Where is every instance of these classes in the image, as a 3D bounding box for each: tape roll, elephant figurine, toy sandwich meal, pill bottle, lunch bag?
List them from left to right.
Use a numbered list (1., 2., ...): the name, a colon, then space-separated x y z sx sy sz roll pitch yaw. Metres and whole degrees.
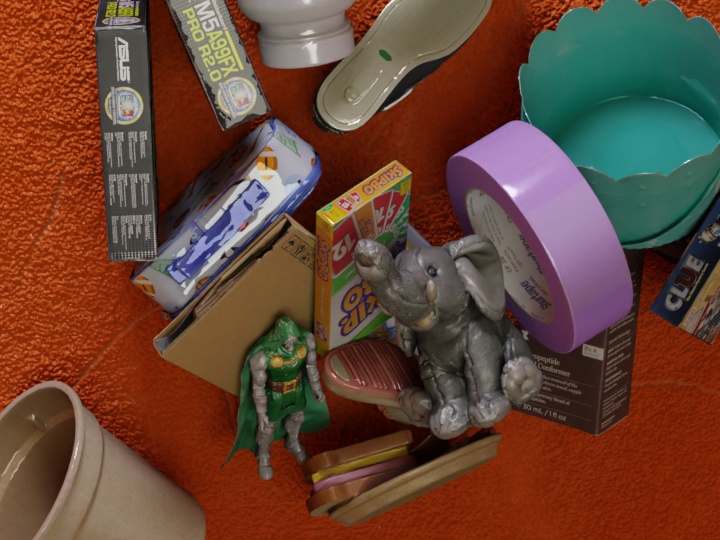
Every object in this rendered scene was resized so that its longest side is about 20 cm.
1. lunch bag: -0.120 -0.043 1.578 0.076 0.160 0.200 42 97 -12
2. pill bottle: -0.059 -0.282 1.536 0.111 0.112 0.202 -12 111 -9
3. toy sandwich meal: 0.038 0.183 1.709 0.204 0.205 0.071 -25 81 -4
4. elephant figurine: 0.074 0.032 1.561 0.141 0.155 0.201 -28 102 -12
5. tape roll: 0.156 -0.029 1.572 0.065 0.200 0.201 -29 113 -12

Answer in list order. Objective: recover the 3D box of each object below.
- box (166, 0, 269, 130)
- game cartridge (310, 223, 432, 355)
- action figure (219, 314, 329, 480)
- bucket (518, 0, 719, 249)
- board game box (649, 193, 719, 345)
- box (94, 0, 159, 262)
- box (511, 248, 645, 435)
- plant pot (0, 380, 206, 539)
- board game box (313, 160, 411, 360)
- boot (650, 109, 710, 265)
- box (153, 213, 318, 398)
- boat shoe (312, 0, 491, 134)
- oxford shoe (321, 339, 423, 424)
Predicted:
1. box: -0.137 -0.220 1.485 0.044 0.200 0.161 -24 112 -2
2. game cartridge: 0.026 0.027 1.708 0.133 0.041 0.200 -43 113 8
3. action figure: -0.072 0.111 1.628 0.117 0.055 0.201 -24 144 -22
4. bucket: 0.244 -0.127 1.604 0.206 0.208 0.135 -23 146 -4
5. board game box: 0.347 -0.032 1.641 0.201 0.034 0.135 -59 155 4
6. box: -0.199 -0.127 1.530 0.044 0.160 0.202 -3 109 -6
7. box: 0.210 0.047 1.712 0.075 0.100 0.202 -21 119 -52
8. plant pot: -0.251 0.233 1.645 0.183 0.201 0.201 34 99 -33
9. board game box: 0.000 0.000 1.591 0.095 0.030 0.201 -34 150 -29
10. boot: 0.365 -0.063 1.736 0.202 0.073 0.155 25 99 -21
11. box: -0.080 0.041 1.592 0.163 0.021 0.200 -44 153 5
12. boat shoe: 0.035 -0.198 1.620 0.200 0.068 0.072 -42 88 -10
13. oxford shoe: 0.035 0.115 1.662 0.199 0.071 0.074 11 131 -40
